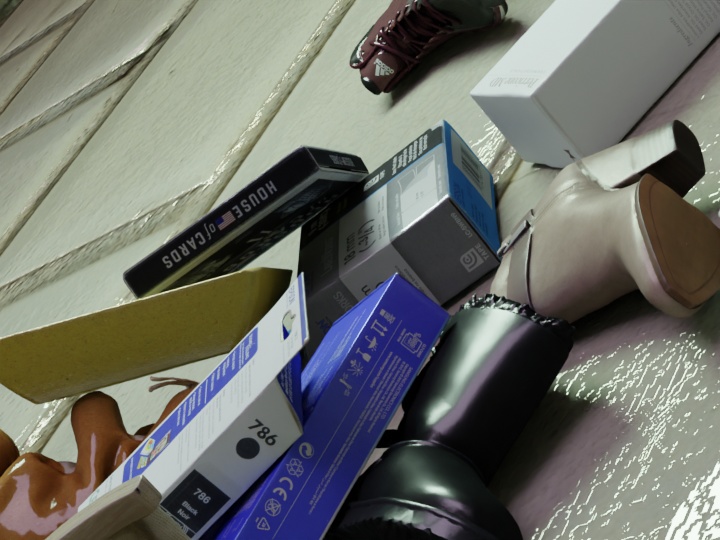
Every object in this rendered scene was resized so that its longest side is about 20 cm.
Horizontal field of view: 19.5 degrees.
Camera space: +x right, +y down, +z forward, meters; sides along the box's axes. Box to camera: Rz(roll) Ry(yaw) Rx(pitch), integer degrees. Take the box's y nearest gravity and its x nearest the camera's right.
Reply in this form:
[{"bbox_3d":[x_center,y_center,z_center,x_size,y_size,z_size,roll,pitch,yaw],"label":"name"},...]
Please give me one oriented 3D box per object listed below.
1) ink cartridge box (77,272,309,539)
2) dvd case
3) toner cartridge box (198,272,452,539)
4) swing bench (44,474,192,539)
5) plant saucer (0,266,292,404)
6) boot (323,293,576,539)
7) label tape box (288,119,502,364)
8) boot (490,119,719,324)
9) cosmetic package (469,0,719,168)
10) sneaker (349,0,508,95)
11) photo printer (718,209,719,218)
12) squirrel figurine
[{"bbox_3d":[-0.084,0.098,1.159,0.200,0.039,0.100,-47,16,15],"label":"ink cartridge box"},{"bbox_3d":[-0.073,-0.033,1.444,0.150,0.025,0.200,-36,-5,9],"label":"dvd case"},{"bbox_3d":[-0.027,0.101,1.169,0.201,0.043,0.095,-58,8,-30],"label":"toner cartridge box"},{"bbox_3d":[-0.090,0.237,0.918,0.129,0.199,0.200,-35,20,21],"label":"swing bench"},{"bbox_3d":[-0.145,0.047,1.417,0.198,0.049,0.200,-15,-2,5],"label":"plant saucer"},{"bbox_3d":[0.062,0.090,1.119,0.163,0.073,0.198,-53,15,-18],"label":"boot"},{"bbox_3d":[0.000,0.000,1.448,0.199,0.063,0.144,-37,19,16],"label":"label tape box"},{"bbox_3d":[0.134,-0.001,1.201,0.146,0.070,0.201,-39,17,28],"label":"boot"},{"bbox_3d":[0.179,-0.165,1.435,0.200,0.071,0.101,-47,20,-12],"label":"cosmetic package"},{"bbox_3d":[0.051,-0.196,1.770,0.116,0.076,0.200,-51,10,-8],"label":"sneaker"},{"bbox_3d":[0.281,-0.053,1.001,0.166,0.070,0.200,-46,19,-11],"label":"photo printer"},{"bbox_3d":[-0.137,0.162,1.322,0.185,0.142,0.201,-24,39,18],"label":"squirrel figurine"}]
